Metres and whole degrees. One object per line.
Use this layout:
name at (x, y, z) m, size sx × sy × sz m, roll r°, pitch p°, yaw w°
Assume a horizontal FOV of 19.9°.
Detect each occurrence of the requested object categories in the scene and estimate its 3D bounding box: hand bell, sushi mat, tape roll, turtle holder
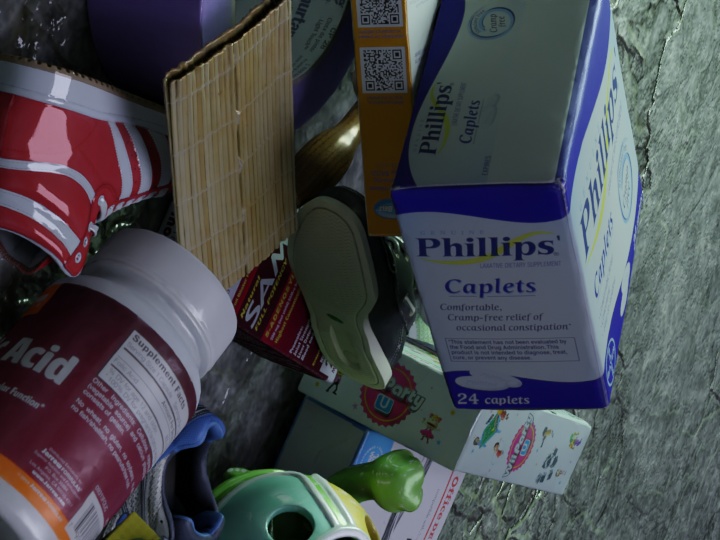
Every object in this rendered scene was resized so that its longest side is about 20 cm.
hand bell at (0.003, -0.100, 1.345) m, size 0.200 × 0.103 × 0.105 m, roll -52°, pitch 147°, yaw -42°
sushi mat at (-0.074, -0.064, 1.192) m, size 0.096 × 0.012 × 0.201 m, roll -40°, pitch 151°, yaw -29°
tape roll at (-0.070, -0.185, 1.222) m, size 0.200 × 0.084 × 0.202 m, roll -39°, pitch 139°, yaw -45°
turtle holder at (-0.036, 0.205, 1.401) m, size 0.184 × 0.131 × 0.143 m, roll -7°, pitch 91°, yaw -35°

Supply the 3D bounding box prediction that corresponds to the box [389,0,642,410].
box at (0.103, -0.047, 1.263) m, size 0.201 × 0.104 × 0.185 m, roll 71°, pitch 26°, yaw -45°

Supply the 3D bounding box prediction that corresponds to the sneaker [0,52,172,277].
sneaker at (-0.149, -0.046, 1.172) m, size 0.199 × 0.071 × 0.114 m, roll 18°, pitch 87°, yaw -55°

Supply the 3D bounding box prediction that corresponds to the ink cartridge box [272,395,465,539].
ink cartridge box at (0.013, 0.173, 1.574) m, size 0.199 × 0.068 × 0.117 m, roll 19°, pitch 96°, yaw -56°

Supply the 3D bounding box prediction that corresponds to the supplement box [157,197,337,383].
supplement box at (-0.062, -0.005, 1.372) m, size 0.200 × 0.060 × 0.110 m, roll 35°, pitch 75°, yaw -61°

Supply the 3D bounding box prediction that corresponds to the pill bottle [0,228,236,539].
pill bottle at (-0.163, 0.077, 1.173) m, size 0.200 × 0.113 × 0.115 m, roll -53°, pitch 147°, yaw -33°

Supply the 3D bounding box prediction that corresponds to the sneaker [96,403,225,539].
sneaker at (-0.135, 0.170, 1.314) m, size 0.077 × 0.085 × 0.202 m, roll -13°, pitch 118°, yaw -59°

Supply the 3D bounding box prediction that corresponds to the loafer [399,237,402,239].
loafer at (0.056, -0.097, 1.525) m, size 0.070 × 0.069 × 0.202 m, roll -26°, pitch 129°, yaw -54°

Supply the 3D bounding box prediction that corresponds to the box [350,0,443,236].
box at (0.032, -0.110, 1.270) m, size 0.119 × 0.041 × 0.202 m, roll -42°, pitch 132°, yaw -66°

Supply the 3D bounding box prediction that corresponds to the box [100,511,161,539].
box at (-0.177, 0.214, 1.181) m, size 0.117 × 0.048 × 0.200 m, roll -47°, pitch -175°, yaw -40°

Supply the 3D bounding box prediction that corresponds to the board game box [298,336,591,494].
board game box at (0.067, 0.102, 1.535) m, size 0.200 × 0.147 × 0.065 m, roll 22°, pitch 93°, yaw -60°

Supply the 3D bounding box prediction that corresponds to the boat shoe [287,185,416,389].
boat shoe at (0.000, 0.000, 1.343) m, size 0.068 × 0.071 × 0.201 m, roll -51°, pitch 155°, yaw -22°

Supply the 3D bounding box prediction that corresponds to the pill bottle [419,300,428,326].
pill bottle at (0.111, -0.048, 1.602) m, size 0.104 × 0.103 × 0.202 m, roll 36°, pitch 61°, yaw -62°

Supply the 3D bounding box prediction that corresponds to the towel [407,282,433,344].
towel at (0.043, 0.074, 1.649) m, size 0.200 × 0.030 × 0.150 m, roll -44°, pitch 141°, yaw -43°
